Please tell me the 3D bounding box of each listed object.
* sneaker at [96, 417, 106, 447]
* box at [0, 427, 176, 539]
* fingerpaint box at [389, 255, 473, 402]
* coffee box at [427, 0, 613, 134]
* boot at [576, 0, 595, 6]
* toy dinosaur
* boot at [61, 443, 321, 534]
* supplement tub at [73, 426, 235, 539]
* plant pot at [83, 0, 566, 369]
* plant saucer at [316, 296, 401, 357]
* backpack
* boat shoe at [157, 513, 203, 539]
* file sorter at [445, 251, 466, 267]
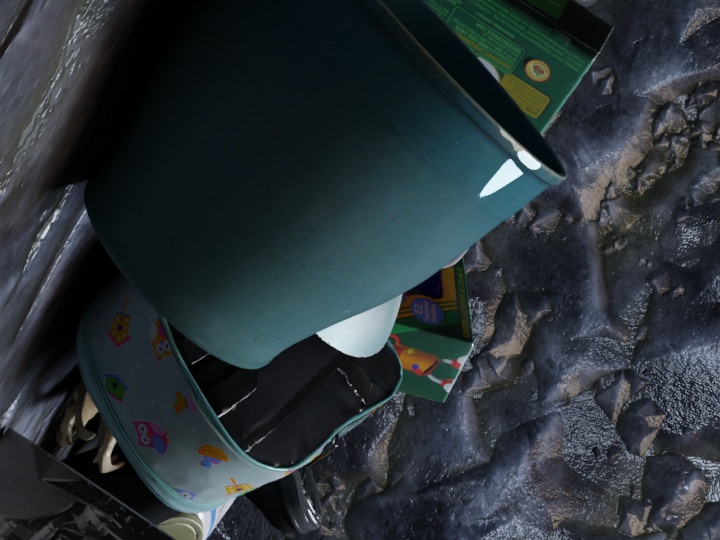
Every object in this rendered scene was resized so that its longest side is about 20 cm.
[{"bbox_3d":[-0.152,0.070,1.220,0.081,0.075,0.200,79,35,-74],"label":"sneaker"},{"bbox_3d":[-0.204,0.210,0.922,0.200,0.158,0.048,-53,177,-46],"label":"box"},{"bbox_3d":[0.000,0.000,1.300,0.200,0.166,0.073,-91,-159,-52],"label":"fingerpaint box"},{"bbox_3d":[0.067,-0.118,1.038,0.044,0.123,0.200,-57,178,-42],"label":"coffee box"},{"bbox_3d":[0.094,-0.218,1.171,0.066,0.165,0.200,-38,170,-23],"label":"boot"},{"bbox_3d":[-0.186,0.088,1.105,0.200,0.058,0.101,-68,173,-61],"label":"toy dinosaur"},{"bbox_3d":[-0.135,0.163,1.116,0.199,0.066,0.165,-21,-153,1],"label":"boot"},{"bbox_3d":[-0.157,0.154,1.353,0.132,0.132,0.200,-59,177,32],"label":"supplement tub"},{"bbox_3d":[-0.032,-0.059,0.792,0.188,0.200,0.200,-42,180,13],"label":"plant pot"},{"bbox_3d":[-0.017,-0.045,0.990,0.039,0.201,0.201,-23,-169,22],"label":"plant saucer"},{"bbox_3d":[-0.089,0.055,0.990,0.153,0.176,0.200,-25,-172,26],"label":"backpack"},{"bbox_3d":[-0.213,0.217,1.224,0.200,0.075,0.069,-27,-139,16],"label":"boat shoe"},{"bbox_3d":[0.050,-0.120,1.302,0.125,0.139,0.200,-53,-161,28],"label":"file sorter"}]
